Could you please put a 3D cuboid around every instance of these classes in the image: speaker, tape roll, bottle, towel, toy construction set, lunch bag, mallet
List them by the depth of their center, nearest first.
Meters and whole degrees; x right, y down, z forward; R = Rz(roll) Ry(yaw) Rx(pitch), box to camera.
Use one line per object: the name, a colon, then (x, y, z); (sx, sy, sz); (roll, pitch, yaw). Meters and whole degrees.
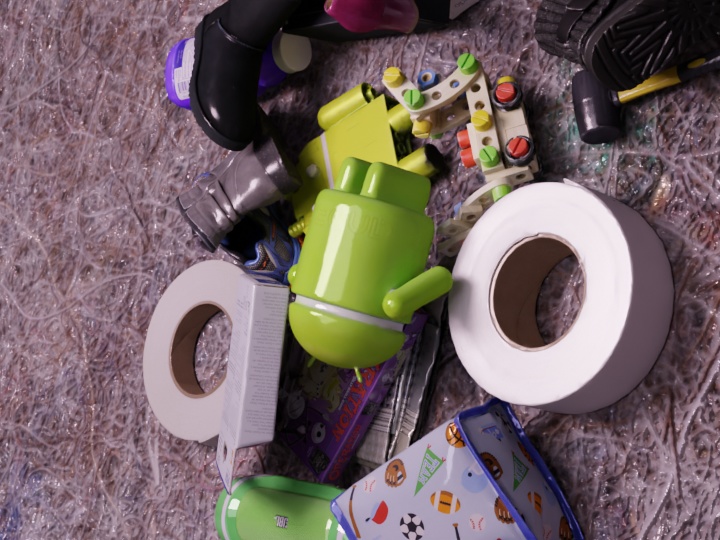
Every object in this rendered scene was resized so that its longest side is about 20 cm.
mallet: (0.275, -0.162, 1.374); (0.199, 0.041, 0.066); (-11, 71, 37)
lunch bag: (0.097, 0.242, 1.377); (0.170, 0.124, 0.200); (-36, 79, 29)
tape roll: (0.176, 0.024, 1.392); (0.202, 0.071, 0.203); (-13, 71, 41)
toy construction set: (0.101, -0.117, 1.482); (0.131, 0.092, 0.201); (-16, 75, 13)
speaker: (-0.051, 0.251, 1.536); (0.199, 0.088, 0.089); (3, 81, 43)
towel: (-0.003, 0.093, 1.566); (0.200, 0.034, 0.193); (13, 88, 43)
tape roll: (-0.162, 0.090, 1.712); (0.202, 0.037, 0.204); (-13, 70, 40)
bottle: (-0.137, -0.230, 1.741); (0.200, 0.065, 0.084); (-6, 80, 46)

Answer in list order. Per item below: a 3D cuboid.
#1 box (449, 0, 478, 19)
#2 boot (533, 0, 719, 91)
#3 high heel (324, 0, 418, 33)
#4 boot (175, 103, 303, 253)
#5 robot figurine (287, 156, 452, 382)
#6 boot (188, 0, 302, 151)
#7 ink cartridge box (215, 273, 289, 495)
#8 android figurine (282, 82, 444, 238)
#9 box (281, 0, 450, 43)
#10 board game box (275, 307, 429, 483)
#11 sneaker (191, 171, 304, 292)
box: (0.115, -0.374, 1.573); (0.144, 0.036, 0.201); (-29, 62, 35)
boot: (0.260, -0.248, 1.379); (0.211, 0.080, 0.158); (-31, 23, 1)
high heel: (-0.027, -0.288, 1.494); (0.067, 0.096, 0.200); (-59, 43, 31)
boot: (-0.142, -0.106, 1.659); (0.131, 0.070, 0.200); (-35, 26, 7)
robot figurine: (0.000, 0.000, 1.450); (0.175, 0.115, 0.201); (14, 89, 50)
boot: (-0.107, -0.242, 1.596); (0.162, 0.073, 0.199); (-44, 39, 38)
ink cartridge box: (-0.106, 0.107, 1.533); (0.196, 0.043, 0.201); (-161, 77, -81)
android figurine: (-0.004, -0.099, 1.608); (0.200, 0.041, 0.183); (-27, 60, 34)
box: (0.007, -0.315, 1.597); (0.200, 0.079, 0.142); (4, 86, 55)
board game box: (-0.019, 0.095, 1.547); (0.120, 0.032, 0.201); (40, 110, 37)
sneaker: (-0.128, -0.053, 1.688); (0.200, 0.078, 0.076); (40, 106, 41)
